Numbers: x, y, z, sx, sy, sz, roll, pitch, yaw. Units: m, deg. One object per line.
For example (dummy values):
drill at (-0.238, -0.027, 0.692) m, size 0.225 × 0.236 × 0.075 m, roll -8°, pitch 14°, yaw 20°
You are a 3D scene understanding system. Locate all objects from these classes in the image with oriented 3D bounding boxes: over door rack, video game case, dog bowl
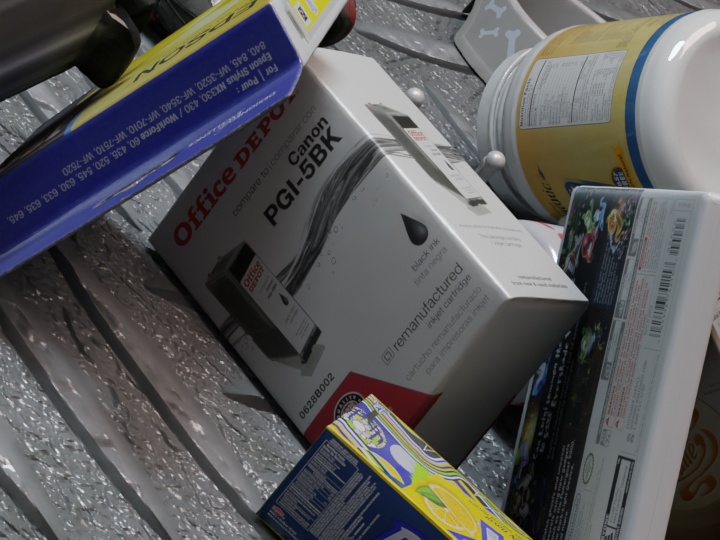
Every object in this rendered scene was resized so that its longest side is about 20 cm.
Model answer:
over door rack at (0.067, -0.044, 1.772) m, size 0.148 × 0.067 × 0.200 m, roll 38°, pitch 21°, yaw 0°
video game case at (0.128, 0.057, 1.400) m, size 0.023 × 0.201 × 0.182 m, roll 13°, pitch -1°, yaw -17°
dog bowl at (0.166, -0.163, 2.197) m, size 0.200 × 0.059 × 0.200 m, roll 34°, pitch 21°, yaw -15°

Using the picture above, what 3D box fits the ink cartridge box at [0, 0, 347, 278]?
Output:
ink cartridge box at (-0.105, -0.080, 1.374) m, size 0.047 × 0.197 × 0.200 m, roll 56°, pitch 18°, yaw -9°

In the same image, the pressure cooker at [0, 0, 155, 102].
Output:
pressure cooker at (-0.202, -0.164, 1.356) m, size 0.178 × 0.177 × 0.200 m, roll 6°, pitch 26°, yaw 36°

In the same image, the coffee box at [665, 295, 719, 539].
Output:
coffee box at (0.190, 0.085, 1.523) m, size 0.080 × 0.114 × 0.201 m, roll -34°, pitch 99°, yaw -51°

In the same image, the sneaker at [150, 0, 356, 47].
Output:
sneaker at (-0.062, -0.162, 1.794) m, size 0.200 × 0.071 × 0.098 m, roll 5°, pitch 39°, yaw -53°

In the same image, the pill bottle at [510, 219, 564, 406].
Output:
pill bottle at (0.160, 0.036, 1.662) m, size 0.199 × 0.109 × 0.109 m, roll 10°, pitch 34°, yaw -35°

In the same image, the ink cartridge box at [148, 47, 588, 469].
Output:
ink cartridge box at (0.000, 0.000, 1.456) m, size 0.200 × 0.147 × 0.083 m, roll 49°, pitch 24°, yaw 27°

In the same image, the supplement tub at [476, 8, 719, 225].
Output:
supplement tub at (0.187, -0.098, 1.868) m, size 0.144 × 0.145 × 0.200 m, roll 24°, pitch -15°, yaw -34°

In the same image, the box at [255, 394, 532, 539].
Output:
box at (0.050, 0.155, 1.338) m, size 0.200 × 0.064 × 0.070 m, roll 42°, pitch 21°, yaw 7°
